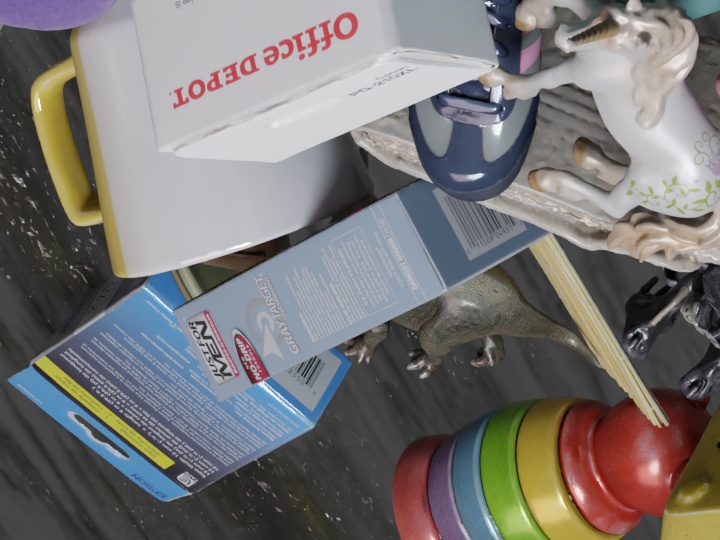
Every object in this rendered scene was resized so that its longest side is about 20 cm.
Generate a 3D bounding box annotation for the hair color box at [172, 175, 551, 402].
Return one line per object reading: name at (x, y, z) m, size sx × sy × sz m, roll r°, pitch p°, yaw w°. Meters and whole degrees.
hair color box at (0.000, 0.000, 1.461) m, size 0.200 × 0.099 × 0.061 m, roll -28°, pitch 90°, yaw 46°

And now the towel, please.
towel at (0.111, -0.081, 1.376) m, size 0.200 × 0.133 × 0.034 m, roll 23°, pitch 150°, yaw 12°

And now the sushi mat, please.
sushi mat at (0.112, 0.000, 1.527) m, size 0.200 × 0.012 × 0.096 m, roll 56°, pitch 179°, yaw -32°

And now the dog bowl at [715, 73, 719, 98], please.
dog bowl at (0.244, -0.106, 1.213) m, size 0.074 × 0.200 × 0.200 m, roll 52°, pitch 141°, yaw -3°

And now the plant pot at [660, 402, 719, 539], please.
plant pot at (0.277, 0.161, 1.512) m, size 0.195 × 0.194 × 0.200 m, roll -9°, pitch 125°, yaw 41°

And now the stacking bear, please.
stacking bear at (0.129, 0.126, 1.640) m, size 0.200 × 0.121 × 0.114 m, roll -21°, pitch 128°, yaw 36°

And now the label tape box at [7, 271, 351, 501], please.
label tape box at (-0.120, 0.065, 1.766) m, size 0.143 × 0.066 × 0.200 m, roll 40°, pitch 145°, yaw -14°

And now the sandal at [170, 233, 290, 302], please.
sandal at (-0.081, -0.029, 1.612) m, size 0.057 × 0.080 × 0.201 m, roll -8°, pitch 129°, yaw 39°

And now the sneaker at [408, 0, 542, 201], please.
sneaker at (0.054, -0.132, 1.300) m, size 0.070 × 0.200 × 0.082 m, roll 4°, pitch -176°, yaw 10°

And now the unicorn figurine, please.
unicorn figurine at (0.117, -0.079, 1.233) m, size 0.137 × 0.074 × 0.200 m, roll 9°, pitch 155°, yaw 48°

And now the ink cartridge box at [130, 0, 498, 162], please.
ink cartridge box at (-0.034, -0.164, 1.251) m, size 0.145 × 0.200 × 0.084 m, roll -21°, pitch 165°, yaw 37°

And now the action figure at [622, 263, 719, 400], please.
action figure at (0.207, 0.002, 1.439) m, size 0.119 × 0.102 × 0.200 m, roll 34°, pitch 159°, yaw -3°

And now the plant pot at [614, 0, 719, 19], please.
plant pot at (0.124, -0.213, 1.210) m, size 0.141 × 0.141 × 0.200 m, roll -17°, pitch 132°, yaw 45°

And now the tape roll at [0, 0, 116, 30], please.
tape roll at (-0.183, -0.223, 1.380) m, size 0.200 × 0.085 × 0.200 m, roll 23°, pitch 146°, yaw 17°

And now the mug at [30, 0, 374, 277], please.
mug at (-0.103, -0.086, 1.483) m, size 0.187 × 0.149 × 0.153 m, roll -17°, pitch 99°, yaw 11°

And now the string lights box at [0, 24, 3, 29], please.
string lights box at (-0.284, -0.203, 1.520) m, size 0.200 × 0.059 × 0.103 m, roll 31°, pitch 180°, yaw -2°

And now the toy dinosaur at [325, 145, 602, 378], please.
toy dinosaur at (0.043, 0.015, 1.568) m, size 0.200 × 0.077 × 0.102 m, roll 32°, pitch 151°, yaw 11°
